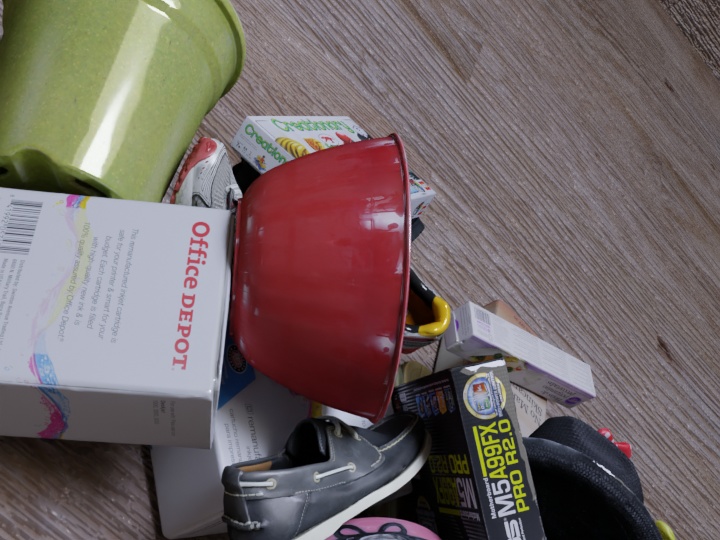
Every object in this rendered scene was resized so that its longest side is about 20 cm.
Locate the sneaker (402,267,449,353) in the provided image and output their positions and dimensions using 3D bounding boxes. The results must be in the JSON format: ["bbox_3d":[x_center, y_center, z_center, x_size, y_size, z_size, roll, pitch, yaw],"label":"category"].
[{"bbox_3d":[0.000,0.000,0.818,0.199,0.082,0.078,32,67,-18],"label":"sneaker"}]

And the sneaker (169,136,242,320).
[{"bbox_3d":[-0.095,-0.026,0.732,0.201,0.081,0.078,77,25,-49],"label":"sneaker"}]

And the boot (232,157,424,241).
[{"bbox_3d":[-0.030,-0.072,0.931,0.200,0.076,0.169,-36,97,-48],"label":"boot"}]

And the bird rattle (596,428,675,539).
[{"bbox_3d":[0.237,0.261,0.887,0.163,0.112,0.201,-49,117,-30],"label":"bird rattle"}]

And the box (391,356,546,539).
[{"bbox_3d":[0.079,0.160,0.712,0.044,0.200,0.162,-9,81,-12],"label":"box"}]

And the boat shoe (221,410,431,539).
[{"bbox_3d":[-0.016,0.132,0.633,0.199,0.071,0.068,-19,95,-50],"label":"boat shoe"}]

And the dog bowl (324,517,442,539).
[{"bbox_3d":[-0.003,0.255,0.639,0.199,0.200,0.074,29,24,-33],"label":"dog bowl"}]

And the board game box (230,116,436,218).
[{"bbox_3d":[-0.017,-0.090,0.834,0.126,0.035,0.200,42,23,12],"label":"board game box"}]

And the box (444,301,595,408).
[{"bbox_3d":[0.164,0.089,0.926,0.199,0.039,0.042,26,46,-35],"label":"box"}]

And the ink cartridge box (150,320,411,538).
[{"bbox_3d":[-0.064,0.123,0.730,0.199,0.084,0.146,9,59,-47],"label":"ink cartridge box"}]

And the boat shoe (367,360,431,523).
[{"bbox_3d":[0.035,0.185,0.849,0.073,0.063,0.203,27,52,-41],"label":"boat shoe"}]

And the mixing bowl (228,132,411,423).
[{"bbox_3d":[-0.036,0.002,0.635,0.107,0.201,0.202,4,54,-7],"label":"mixing bowl"}]

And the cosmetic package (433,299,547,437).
[{"bbox_3d":[0.134,0.141,0.959,0.103,0.087,0.201,42,39,-21],"label":"cosmetic package"}]

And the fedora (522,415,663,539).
[{"bbox_3d":[0.185,0.200,0.791,0.201,0.200,0.092,51,47,-9],"label":"fedora"}]

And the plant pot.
[{"bbox_3d":[-0.204,-0.120,0.690,0.199,0.199,0.186,31,55,-31],"label":"plant pot"}]

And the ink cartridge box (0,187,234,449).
[{"bbox_3d":[-0.184,0.030,0.592,0.197,0.085,0.146,5,54,-6],"label":"ink cartridge box"}]
